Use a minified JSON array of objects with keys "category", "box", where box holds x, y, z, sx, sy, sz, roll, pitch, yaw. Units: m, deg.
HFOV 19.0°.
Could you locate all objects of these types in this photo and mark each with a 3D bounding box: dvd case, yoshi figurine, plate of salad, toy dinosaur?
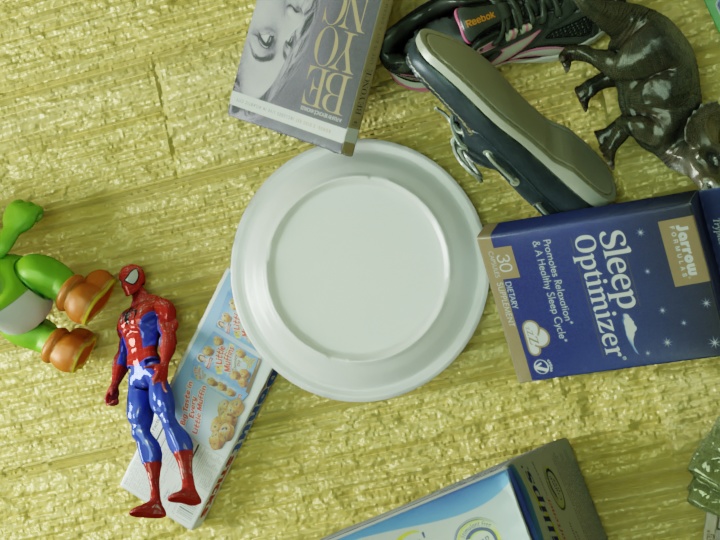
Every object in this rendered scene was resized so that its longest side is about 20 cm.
[{"category":"dvd case","box":[-0.030,-0.199,1.625,0.148,0.016,0.201,23,100,48]},{"category":"yoshi figurine","box":[-0.297,0.001,1.726,0.199,0.112,0.113,24,67,4]},{"category":"plate of salad","box":[0.000,0.000,1.645,0.199,0.048,0.201,0,87,6]},{"category":"toy dinosaur","box":[0.208,-0.137,1.564,0.102,0.077,0.201,-24,89,9]}]

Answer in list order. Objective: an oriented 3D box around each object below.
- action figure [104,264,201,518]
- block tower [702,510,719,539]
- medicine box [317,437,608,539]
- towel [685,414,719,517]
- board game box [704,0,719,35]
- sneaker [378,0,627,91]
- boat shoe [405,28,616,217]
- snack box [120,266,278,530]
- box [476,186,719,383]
[{"category":"action figure","box":[-0.166,0.089,1.681,0.065,0.052,0.201,-26,63,36]},{"category":"block tower","box":[0.347,0.203,1.540,0.199,0.058,0.054,7,94,15]},{"category":"medicine box","box":[0.067,0.208,1.551,0.182,0.200,0.103,-25,85,17]},{"category":"towel","box":[0.335,0.111,1.519,0.148,0.036,0.200,31,81,21]},{"category":"board game box","box":[0.346,-0.219,1.539,0.199,0.029,0.135,-26,83,17]},{"category":"sneaker","box":[0.103,-0.182,1.586,0.199,0.086,0.081,-25,86,16]},{"category":"boat shoe","box":[0.100,-0.099,1.563,0.200,0.075,0.062,35,123,-30]},{"category":"snack box","box":[-0.116,0.100,1.697,0.072,0.024,0.201,30,100,15]},{"category":"box","box":[0.194,0.011,1.562,0.199,0.032,0.122,-10,109,24]}]
